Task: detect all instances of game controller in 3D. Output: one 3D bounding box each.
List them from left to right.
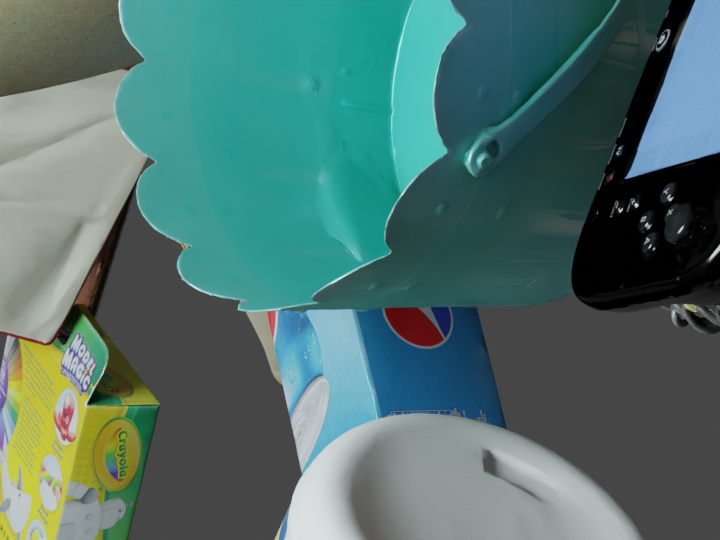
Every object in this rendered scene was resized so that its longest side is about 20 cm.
[{"bbox_3d":[0.125,-0.078,0.801,0.104,0.042,0.201,-5,58,57],"label":"game controller"}]

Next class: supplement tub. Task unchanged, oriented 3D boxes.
[{"bbox_3d":[0.016,0.170,0.944,0.145,0.144,0.201,59,136,42],"label":"supplement tub"}]

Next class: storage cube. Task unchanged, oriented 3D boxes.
[{"bbox_3d":[-0.215,-0.093,1.279,0.200,0.170,0.180,-60,33,26],"label":"storage cube"}]

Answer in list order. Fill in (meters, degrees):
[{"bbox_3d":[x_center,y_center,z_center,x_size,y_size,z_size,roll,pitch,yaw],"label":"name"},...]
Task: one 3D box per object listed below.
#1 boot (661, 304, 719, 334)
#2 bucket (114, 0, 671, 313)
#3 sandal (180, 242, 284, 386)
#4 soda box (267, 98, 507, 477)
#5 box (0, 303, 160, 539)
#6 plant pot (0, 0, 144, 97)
[{"bbox_3d":[0.153,0.019,0.805,0.174,0.069,0.201,14,93,60],"label":"boot"},{"bbox_3d":[0.017,-0.079,0.939,0.207,0.134,0.208,-7,80,50],"label":"bucket"},{"bbox_3d":[-0.057,-0.023,1.157,0.081,0.054,0.200,-65,33,34],"label":"sandal"},{"bbox_3d":[0.000,0.000,1.055,0.068,0.064,0.201,-43,53,50],"label":"soda box"},{"bbox_3d":[-0.161,0.107,1.341,0.117,0.048,0.201,46,130,51],"label":"box"},{"bbox_3d":[-0.124,-0.159,1.068,0.187,0.200,0.188,29,139,29],"label":"plant pot"}]
